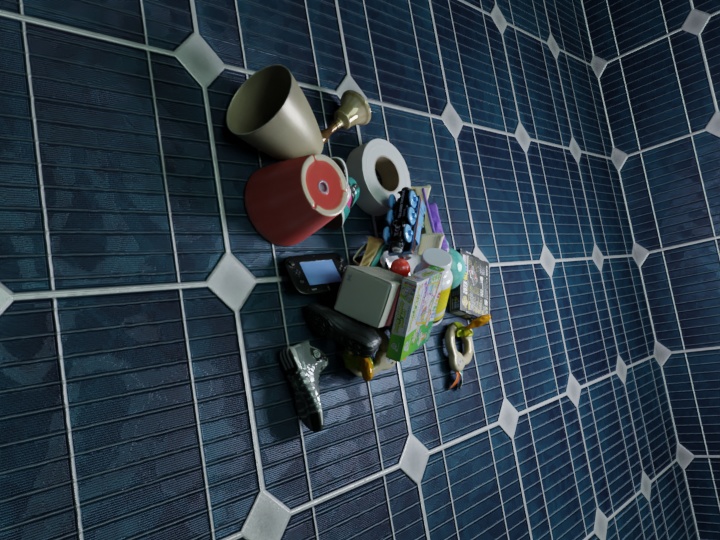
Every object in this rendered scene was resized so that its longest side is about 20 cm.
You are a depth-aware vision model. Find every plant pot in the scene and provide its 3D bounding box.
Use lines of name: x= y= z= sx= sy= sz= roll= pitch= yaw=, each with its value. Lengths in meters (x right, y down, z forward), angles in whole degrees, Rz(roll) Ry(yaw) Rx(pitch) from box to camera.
plant pot: x=-0.176 y=-0.334 z=1.414 sx=0.200 sy=0.185 sz=0.190 roll=41 pitch=51 yaw=-48
plant pot: x=-0.137 y=-0.170 z=1.391 sx=0.198 sy=0.176 sz=0.204 roll=14 pitch=69 yaw=-42

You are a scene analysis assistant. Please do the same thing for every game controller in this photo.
game controller: x=-0.098 y=0.009 z=1.463 sx=0.198 sy=0.042 sz=0.105 roll=-7 pitch=54 yaw=-46

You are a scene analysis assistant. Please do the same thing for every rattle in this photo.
rattle: x=0.325 y=0.246 z=1.789 sx=0.131 sy=0.141 sz=0.203 roll=52 pitch=39 yaw=-47
rattle: x=0.068 y=0.213 z=1.492 sx=0.197 sy=0.142 sz=0.133 roll=16 pitch=78 yaw=-30

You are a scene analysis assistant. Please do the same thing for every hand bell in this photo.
hand bell: x=-0.069 y=-0.379 z=1.602 sx=0.200 sy=0.103 sz=0.105 roll=-47 pitch=113 yaw=-30

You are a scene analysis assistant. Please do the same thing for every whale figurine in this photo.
whale figurine: x=0.258 y=-0.029 z=1.790 sx=0.201 sy=0.102 sz=0.161 roll=-74 pitch=150 yaw=-58

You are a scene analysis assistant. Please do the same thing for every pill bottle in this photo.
pill bottle: x=0.189 y=0.045 z=1.649 sx=0.111 sy=0.110 sz=0.202 roll=-41 pitch=149 yaw=-44

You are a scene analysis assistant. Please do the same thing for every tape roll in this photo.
tape roll: x=0.051 y=-0.258 z=1.690 sx=0.201 sy=0.070 sz=0.206 roll=16 pitch=67 yaw=-42

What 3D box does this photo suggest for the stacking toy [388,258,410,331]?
stacking toy: x=0.110 y=0.065 z=1.603 sx=0.085 sy=0.084 sz=0.204 roll=-26 pitch=119 yaw=-46

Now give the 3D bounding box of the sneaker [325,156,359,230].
sneaker: x=-0.049 y=-0.215 z=1.524 sx=0.122 sy=0.082 sz=0.202 roll=-66 pitch=166 yaw=-47

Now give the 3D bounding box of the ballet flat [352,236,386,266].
ballet flat: x=0.000 y=0.000 z=1.570 sx=0.062 sy=0.069 sz=0.202 roll=24 pitch=68 yaw=12

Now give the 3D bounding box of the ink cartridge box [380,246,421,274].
ink cartridge box: x=0.111 y=-0.011 z=1.698 sx=0.198 sy=0.050 sz=0.111 roll=-16 pitch=92 yaw=-46

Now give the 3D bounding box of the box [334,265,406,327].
box: x=0.043 y=0.060 z=1.466 sx=0.199 sy=0.126 sz=0.111 roll=1 pitch=108 yaw=-65

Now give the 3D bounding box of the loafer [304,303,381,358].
loafer: x=-0.042 y=0.133 z=1.421 sx=0.070 sy=0.198 sz=0.069 roll=-39 pitch=152 yaw=-49

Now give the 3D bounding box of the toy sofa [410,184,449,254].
toy sofa: x=0.196 y=-0.145 z=1.728 sx=0.096 sy=0.083 sz=0.202 roll=-2 pitch=52 yaw=-8

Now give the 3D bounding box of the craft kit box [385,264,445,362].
craft kit box: x=0.137 y=0.100 z=1.491 sx=0.197 sy=0.048 sz=0.204 roll=-18 pitch=123 yaw=-59

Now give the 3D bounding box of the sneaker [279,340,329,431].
sneaker: x=-0.101 y=0.253 z=1.385 sx=0.115 sy=0.074 sz=0.203 roll=-23 pitch=95 yaw=-49

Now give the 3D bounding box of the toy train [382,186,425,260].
toy train: x=0.119 y=-0.120 z=1.604 sx=0.114 sy=0.085 sz=0.203 roll=50 pitch=42 yaw=-49

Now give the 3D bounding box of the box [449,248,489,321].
box: x=0.348 y=0.051 z=1.928 sx=0.158 sy=0.049 sz=0.204 roll=19 pitch=66 yaw=-39
